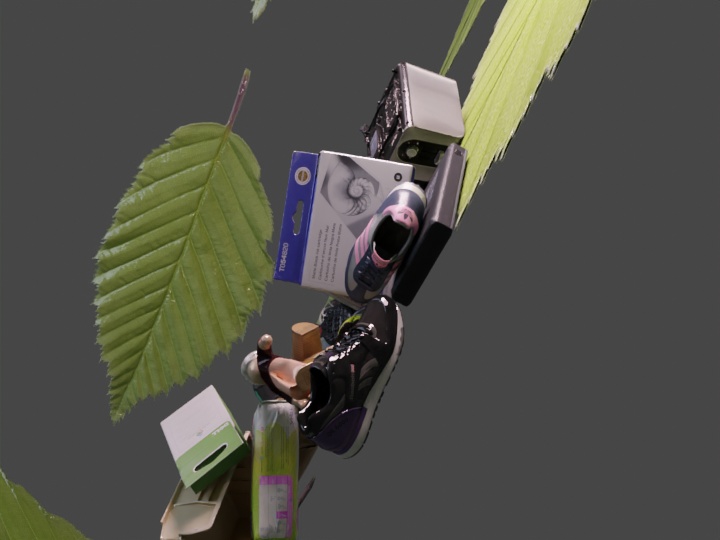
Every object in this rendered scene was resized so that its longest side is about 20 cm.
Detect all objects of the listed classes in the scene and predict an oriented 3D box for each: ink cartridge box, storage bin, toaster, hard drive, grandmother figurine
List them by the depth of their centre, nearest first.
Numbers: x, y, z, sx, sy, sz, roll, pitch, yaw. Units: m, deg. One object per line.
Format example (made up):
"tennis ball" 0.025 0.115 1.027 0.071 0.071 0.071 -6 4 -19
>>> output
"hard drive" 0.095 -0.066 1.030 0.202 0.032 0.141 -71 7 -51
"grandmother figurine" -0.112 0.144 1.049 0.060 0.124 0.198 -24 12 -30
"ink cartridge box" -0.029 -0.068 1.111 0.041 0.194 0.206 4 -85 -77
"ink cartridge box" -0.231 0.265 1.149 0.103 0.060 0.199 -35 27 -12
"storage bin" -0.214 0.403 1.195 0.200 0.091 0.204 -72 -28 -54
"toaster" 0.083 -0.232 1.294 0.182 0.115 0.204 120 154 -46

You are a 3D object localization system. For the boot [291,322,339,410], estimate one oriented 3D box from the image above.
"boot" -0.030 0.165 1.052 0.199 0.070 0.148 19 122 49

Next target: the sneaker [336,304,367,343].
"sneaker" -0.011 0.127 1.135 0.081 0.073 0.202 -49 -7 -50

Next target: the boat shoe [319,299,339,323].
"boat shoe" -0.052 0.113 1.568 0.201 0.073 0.063 -76 11 -61

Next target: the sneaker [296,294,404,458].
"sneaker" -0.012 0.111 0.900 0.075 0.087 0.205 -9 56 50

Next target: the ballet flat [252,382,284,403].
"ballet flat" -0.085 0.186 1.270 0.073 0.195 0.075 36 132 53

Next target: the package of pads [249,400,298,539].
"package of pads" -0.132 0.304 1.137 0.155 0.066 0.206 124 146 -71

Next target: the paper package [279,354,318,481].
"paper package" -0.126 0.281 1.383 0.193 0.101 0.202 -60 6 36

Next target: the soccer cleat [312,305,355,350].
"soccer cleat" -0.037 0.112 1.323 0.200 0.071 0.070 142 135 -58

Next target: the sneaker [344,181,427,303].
"sneaker" 0.022 -0.020 1.003 0.083 0.069 0.203 -66 1 -54

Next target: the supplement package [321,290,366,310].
"supplement package" 0.000 0.000 1.244 0.122 0.119 0.200 -64 4 -4

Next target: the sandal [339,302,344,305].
"sandal" 0.000 0.031 1.379 0.048 0.074 0.206 7 -80 -71
